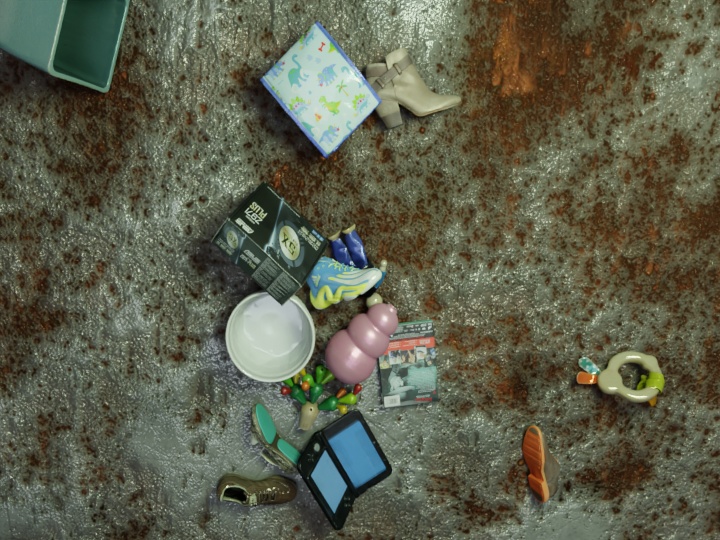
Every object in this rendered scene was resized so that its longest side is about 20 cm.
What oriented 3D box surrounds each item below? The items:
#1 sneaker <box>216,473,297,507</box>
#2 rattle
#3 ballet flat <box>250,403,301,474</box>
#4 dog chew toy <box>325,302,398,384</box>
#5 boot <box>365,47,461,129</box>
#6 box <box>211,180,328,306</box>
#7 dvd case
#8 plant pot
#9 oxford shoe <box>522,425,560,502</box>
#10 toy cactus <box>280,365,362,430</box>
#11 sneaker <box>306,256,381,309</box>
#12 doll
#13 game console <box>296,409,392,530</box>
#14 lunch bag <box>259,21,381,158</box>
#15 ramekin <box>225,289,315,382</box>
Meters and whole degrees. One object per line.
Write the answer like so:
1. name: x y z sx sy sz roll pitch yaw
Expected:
1. sneaker: -0.250 0.544 1.284 0.193 0.076 0.073 6 100 -5
2. rattle: 0.638 0.280 1.330 0.194 0.143 0.134 -12 69 13
3. ballet flat: -0.218 0.413 1.272 0.074 0.068 0.202 -31 104 18
4. dog chew toy: 0.010 0.158 1.203 0.124 0.125 0.201 40 101 -10
5. boot: 0.107 -0.400 1.142 0.194 0.070 0.150 -18 99 -1
6. box: -0.185 -0.060 1.124 0.200 0.165 0.086 43 129 -11
7. dvd case: 0.113 0.226 1.282 0.141 0.022 0.207 -7 100 -3
8. plant pot: -0.598 -0.484 1.014 0.195 0.196 0.201 19 99 2
9. oxford shoe: 0.460 0.477 1.342 0.071 0.071 0.206 -16 107 -21
10. toy cactus: -0.105 0.304 1.251 0.194 0.103 0.169 14 109 -16
11. sneaker: -0.049 0.013 1.167 0.197 0.076 0.107 -24 99 32
12. doll: 0.000 0.000 1.213 0.133 0.049 0.204 -19 104 20
13. game console: -0.033 0.475 1.272 0.114 0.176 0.203 -23 103 29
14. lunch bag: -0.077 -0.365 1.101 0.170 0.127 0.201 -43 90 7
15. ramekin: -0.198 0.136 1.198 0.193 0.105 0.207 -1 101 -4
